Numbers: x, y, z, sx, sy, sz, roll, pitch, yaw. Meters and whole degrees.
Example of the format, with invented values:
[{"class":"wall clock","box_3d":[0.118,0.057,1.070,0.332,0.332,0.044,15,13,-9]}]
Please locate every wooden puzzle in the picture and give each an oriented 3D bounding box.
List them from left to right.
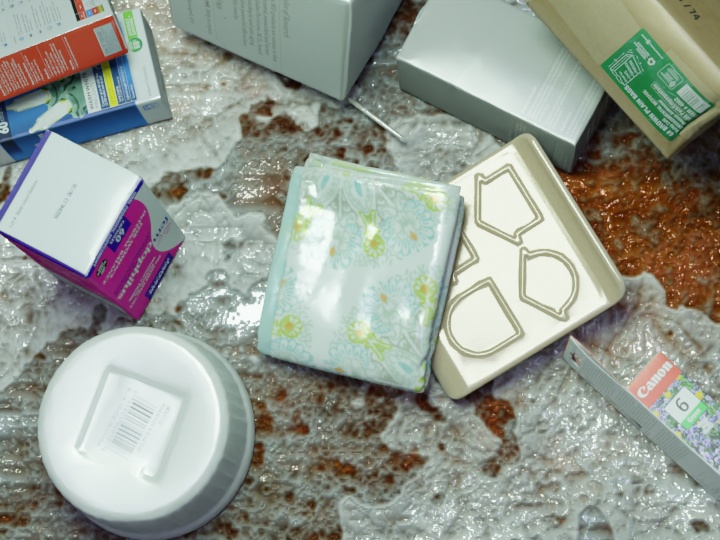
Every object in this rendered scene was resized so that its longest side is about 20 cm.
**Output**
[{"class":"wooden puzzle","box_3d":[0.127,-0.003,1.312,0.199,0.046,0.186,-33,76,10]}]

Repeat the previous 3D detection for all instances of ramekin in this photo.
[{"class":"ramekin","box_3d":[-0.203,0.148,1.280,0.199,0.098,0.202,-1,76,4]}]

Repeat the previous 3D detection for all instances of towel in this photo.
[{"class":"towel","box_3d":[0.000,0.000,1.299,0.170,0.048,0.202,12,90,19]}]

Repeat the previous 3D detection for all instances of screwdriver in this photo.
[{"class":"screwdriver","box_3d":[-0.033,-0.189,1.377,0.200,0.029,0.028,37,82,17]}]

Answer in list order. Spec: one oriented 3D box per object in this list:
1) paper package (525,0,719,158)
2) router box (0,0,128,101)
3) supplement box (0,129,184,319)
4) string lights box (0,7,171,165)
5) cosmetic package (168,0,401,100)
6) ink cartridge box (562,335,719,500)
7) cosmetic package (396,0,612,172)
[{"class":"paper package","box_3d":[0.281,-0.237,1.264,0.200,0.103,0.191,47,46,0]},{"class":"router box","box_3d":[-0.340,-0.260,1.361,0.178,0.049,0.201,-21,48,-4]},{"class":"supplement box","box_3d":[-0.246,-0.037,1.274,0.103,0.200,0.102,26,81,8]},{"class":"string lights box","box_3d":[-0.301,-0.183,1.383,0.198,0.059,0.104,-16,76,0]},{"class":"cosmetic package","box_3d":[-0.065,-0.305,1.325,0.199,0.167,0.168,24,66,9]},{"class":"ink cartridge box","box_3d":[0.275,0.121,1.244,0.200,0.109,0.050,43,83,12]},{"class":"cosmetic package","box_3d":[0.143,-0.193,1.341,0.199,0.090,0.107,29,79,13]}]
